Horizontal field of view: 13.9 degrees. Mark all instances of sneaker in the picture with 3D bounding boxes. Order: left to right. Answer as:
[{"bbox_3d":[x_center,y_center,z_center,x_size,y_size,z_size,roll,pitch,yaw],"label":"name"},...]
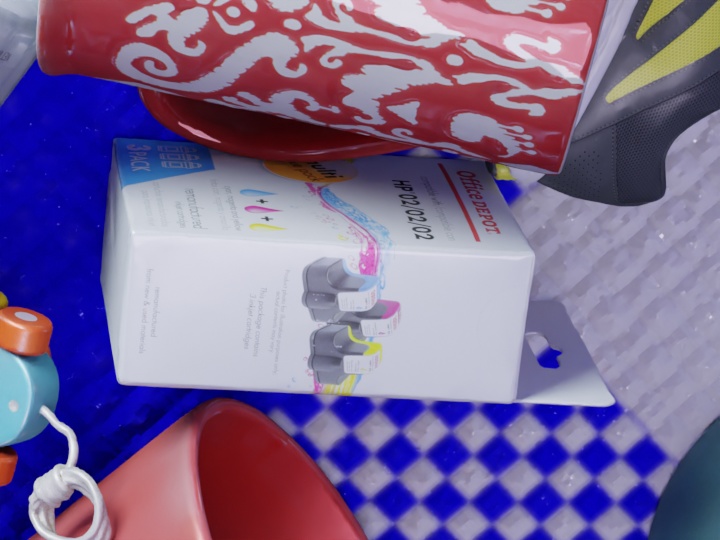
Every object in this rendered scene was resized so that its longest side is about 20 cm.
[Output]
[{"bbox_3d":[0.126,-0.113,1.189,0.084,0.075,0.200,22,115,-22],"label":"sneaker"}]

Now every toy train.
[{"bbox_3d":[-0.182,0.085,1.197,0.200,0.056,0.151,-22,86,27],"label":"toy train"}]

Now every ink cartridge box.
[{"bbox_3d":[0.000,0.000,1.183,0.200,0.115,0.068,3,111,-10],"label":"ink cartridge box"}]

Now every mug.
[{"bbox_3d":[-0.006,-0.111,1.123,0.200,0.178,0.134,15,84,3],"label":"mug"}]

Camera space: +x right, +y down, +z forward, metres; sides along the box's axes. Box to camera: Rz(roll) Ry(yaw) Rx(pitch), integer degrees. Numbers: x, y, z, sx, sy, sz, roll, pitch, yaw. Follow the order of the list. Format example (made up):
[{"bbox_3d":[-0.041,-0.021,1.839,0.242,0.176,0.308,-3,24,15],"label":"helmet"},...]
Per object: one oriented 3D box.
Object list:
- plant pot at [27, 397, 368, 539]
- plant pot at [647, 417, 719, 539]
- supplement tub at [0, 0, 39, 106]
[{"bbox_3d":[-0.086,0.179,1.209,0.177,0.201,0.201,-30,112,16],"label":"plant pot"},{"bbox_3d":[0.235,0.158,1.253,0.200,0.161,0.201,-3,111,-7],"label":"plant pot"},{"bbox_3d":[-0.218,-0.056,1.127,0.122,0.123,0.200,34,103,-18],"label":"supplement tub"}]
